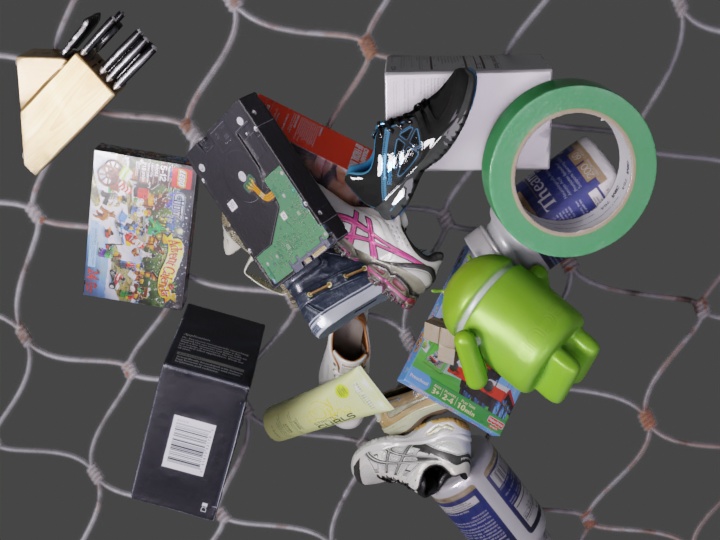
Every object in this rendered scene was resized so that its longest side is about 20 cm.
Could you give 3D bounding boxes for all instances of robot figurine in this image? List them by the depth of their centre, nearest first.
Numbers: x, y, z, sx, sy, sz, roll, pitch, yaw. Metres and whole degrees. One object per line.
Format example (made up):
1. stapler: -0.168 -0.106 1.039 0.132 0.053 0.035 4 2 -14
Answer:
1. robot figurine: 0.180 0.061 1.285 0.199 0.175 0.116 39 143 18

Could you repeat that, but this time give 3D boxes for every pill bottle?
1. pill bottle: 0.233 -0.067 1.374 0.199 0.111 0.111 -36 105 8
2. pill bottle: 0.189 0.338 1.532 0.110 0.111 0.201 -35 105 13

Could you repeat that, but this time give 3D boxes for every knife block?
1. knife block: -0.335 -0.222 1.371 0.173 0.064 0.203 3 110 2

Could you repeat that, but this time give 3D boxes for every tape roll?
1. tape roll: 0.242 -0.118 1.273 0.197 0.048 0.204 -2 109 -5

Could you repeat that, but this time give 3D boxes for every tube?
1. tube: -0.049 0.182 1.471 0.198 0.053 0.058 -24 154 37

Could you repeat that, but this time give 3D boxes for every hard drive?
1. hard drive: -0.114 -0.093 1.314 0.139 0.038 0.201 -35 88 46

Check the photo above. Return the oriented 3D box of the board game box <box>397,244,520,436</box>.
1. board game box: 0.158 0.090 1.434 0.150 0.037 0.202 29 77 -9

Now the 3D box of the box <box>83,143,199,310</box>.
1. box: -0.288 -0.056 1.444 0.134 0.038 0.203 9 110 -1

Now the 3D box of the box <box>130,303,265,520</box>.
1. box: -0.210 0.181 1.441 0.116 0.200 0.199 16 110 -5

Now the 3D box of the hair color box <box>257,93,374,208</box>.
1. hair color box: -0.064 -0.124 1.380 0.198 0.064 0.111 24 133 -8

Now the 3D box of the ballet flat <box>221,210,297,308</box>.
1. ballet flat: -0.132 -0.024 1.439 0.075 0.068 0.200 -35 109 23

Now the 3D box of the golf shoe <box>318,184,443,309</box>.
1. golf shoe: 0.011 -0.047 1.348 0.200 0.073 0.092 41 87 -5

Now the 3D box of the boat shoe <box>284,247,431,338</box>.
1. boat shoe: 0.000 0.000 1.414 0.199 0.071 0.091 -30 77 -26

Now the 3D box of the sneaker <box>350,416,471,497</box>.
1. sneaker: 0.064 0.267 1.481 0.199 0.089 0.075 -28 144 36

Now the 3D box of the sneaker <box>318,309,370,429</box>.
1. sneaker: -0.022 0.134 1.480 0.072 0.085 0.203 0 112 0

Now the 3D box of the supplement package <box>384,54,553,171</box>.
1. supplement package: 0.129 -0.194 1.336 0.197 0.120 0.123 0 109 3

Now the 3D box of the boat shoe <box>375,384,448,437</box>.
1. boat shoe: 0.100 0.154 1.494 0.199 0.072 0.077 -33 94 13

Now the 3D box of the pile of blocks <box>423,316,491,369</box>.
1. pile of blocks: 0.174 0.090 1.394 0.197 0.082 0.063 2 114 -7

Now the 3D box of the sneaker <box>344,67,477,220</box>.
1. sneaker: 0.059 -0.153 1.250 0.081 0.073 0.201 33 108 -8
